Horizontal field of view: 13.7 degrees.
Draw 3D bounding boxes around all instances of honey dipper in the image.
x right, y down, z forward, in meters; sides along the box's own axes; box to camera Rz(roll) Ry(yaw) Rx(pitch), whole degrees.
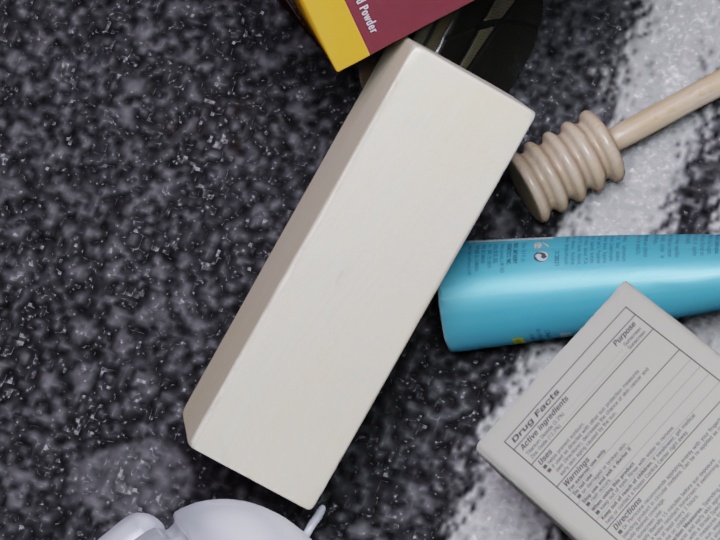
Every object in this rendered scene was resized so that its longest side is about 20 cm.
[{"bbox_3d":[0.162,-0.086,1.404,0.200,0.038,0.038,-30,67,-7],"label":"honey dipper"}]

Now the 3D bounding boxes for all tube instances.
[{"bbox_3d":[0.135,0.002,1.357,0.199,0.077,0.051,-6,104,9],"label":"tube"}]

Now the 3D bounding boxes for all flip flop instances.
[{"bbox_3d":[0.023,-0.087,1.410,0.057,0.081,0.200,25,78,32],"label":"flip flop"}]

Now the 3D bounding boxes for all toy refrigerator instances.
[{"bbox_3d":[0.000,0.000,1.324,0.070,0.076,0.200,28,95,-9],"label":"toy refrigerator"}]

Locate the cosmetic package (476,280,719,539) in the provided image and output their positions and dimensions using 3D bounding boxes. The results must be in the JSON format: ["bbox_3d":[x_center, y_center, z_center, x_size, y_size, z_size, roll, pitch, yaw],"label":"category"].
[{"bbox_3d":[0.155,0.105,1.267,0.104,0.073,0.200,-47,49,-1],"label":"cosmetic package"}]

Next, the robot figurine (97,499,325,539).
[{"bbox_3d":[-0.085,0.175,1.290,0.200,0.113,0.170,-33,50,-5],"label":"robot figurine"}]

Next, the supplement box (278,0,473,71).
[{"bbox_3d":[0.027,-0.214,1.368,0.197,0.200,0.133,-28,111,-3],"label":"supplement box"}]
